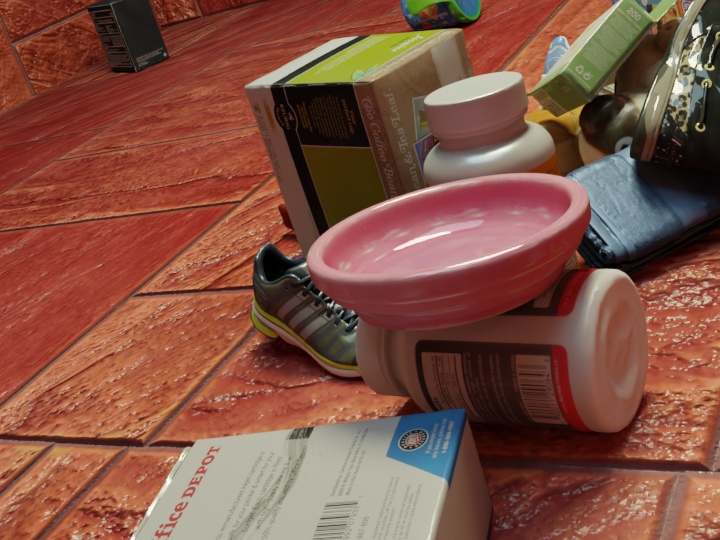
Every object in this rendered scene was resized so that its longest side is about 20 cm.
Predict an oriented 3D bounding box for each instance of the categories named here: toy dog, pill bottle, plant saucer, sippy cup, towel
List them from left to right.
[{"bbox_3d":[0.156,-0.549,2.016,0.129,0.177,0.141,-15,65,36],"label":"sippy cup"},{"bbox_3d":[0.063,-0.012,0.693,0.198,0.051,0.201,-14,18,4],"label":"plant saucer"},{"bbox_3d":[0.097,0.055,0.725,0.198,0.112,0.111,-1,29,36],"label":"pill bottle"},{"bbox_3d":[0.116,-0.057,0.836,0.112,0.202,0.113,-15,19,5],"label":"pill bottle"},{"bbox_3d":[0.300,-0.171,1.023,0.193,0.140,0.200,19,52,32],"label":"toy dog"},{"bbox_3d":[0.276,-0.073,0.901,0.199,0.049,0.112,-27,59,-10],"label":"towel"}]

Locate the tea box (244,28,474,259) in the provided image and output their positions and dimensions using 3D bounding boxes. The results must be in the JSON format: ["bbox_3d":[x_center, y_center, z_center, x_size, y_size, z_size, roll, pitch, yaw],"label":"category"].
[{"bbox_3d":[0.017,-0.117,0.989,0.133,0.202,0.196,-35,30,-33],"label":"tea box"}]

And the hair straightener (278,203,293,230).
[{"bbox_3d":[-0.017,-0.064,1.170,0.077,0.041,0.199,-31,25,-25],"label":"hair straightener"}]

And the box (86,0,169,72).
[{"bbox_3d":[-0.670,-0.689,2.871,0.123,0.200,0.199,-31,26,-26],"label":"box"}]

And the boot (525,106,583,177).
[{"bbox_3d":[0.207,-0.146,1.156,0.200,0.071,0.144,-24,17,-23],"label":"boot"}]

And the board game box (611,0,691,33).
[{"bbox_3d":[0.414,-0.356,1.337,0.045,0.153,0.200,-24,24,-14],"label":"board game box"}]

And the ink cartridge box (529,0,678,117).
[{"bbox_3d":[0.268,-0.251,1.018,0.200,0.048,0.146,-50,3,1],"label":"ink cartridge box"}]

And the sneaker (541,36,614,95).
[{"bbox_3d":[0.316,-0.239,1.194,0.198,0.078,0.076,3,2,-3],"label":"sneaker"}]

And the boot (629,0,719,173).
[{"bbox_3d":[0.341,-0.159,0.878,0.153,0.074,0.205,23,69,18],"label":"boot"}]

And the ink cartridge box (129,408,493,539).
[{"bbox_3d":[-0.030,0.168,0.609,0.198,0.085,0.145,-9,24,20],"label":"ink cartridge box"}]

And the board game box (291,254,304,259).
[{"bbox_3d":[0.000,0.000,1.032,0.198,0.033,0.120,-16,20,8],"label":"board game box"}]

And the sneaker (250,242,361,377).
[{"bbox_3d":[-0.033,0.033,0.896,0.199,0.082,0.074,17,43,37],"label":"sneaker"}]
